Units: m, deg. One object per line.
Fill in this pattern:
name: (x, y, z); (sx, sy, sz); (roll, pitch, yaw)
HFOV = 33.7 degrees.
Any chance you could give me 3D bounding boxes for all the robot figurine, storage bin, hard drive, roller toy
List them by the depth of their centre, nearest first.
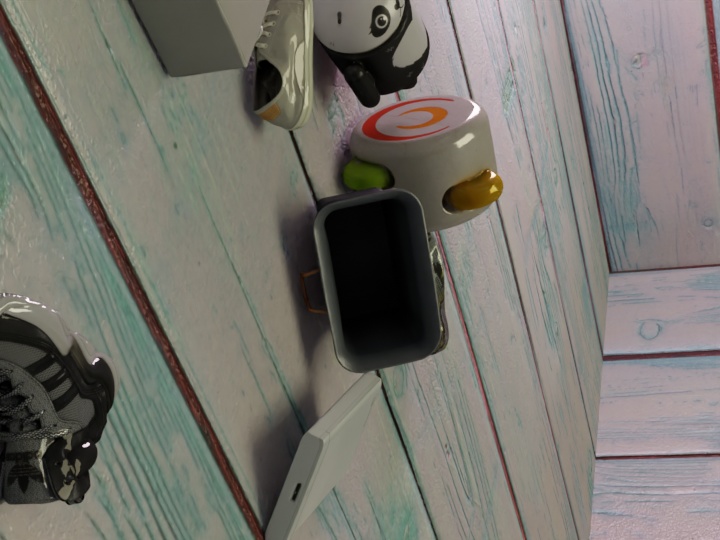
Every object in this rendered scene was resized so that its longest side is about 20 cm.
hard drive: (-0.036, 0.198, 1.276); (0.132, 0.027, 0.200); (-69, 169, 18)
storage bin: (0.000, 0.000, 1.377); (0.134, 0.145, 0.201); (-126, -156, -73)
robot figurine: (0.016, -0.295, 1.467); (0.151, 0.125, 0.200); (59, 6, 27)
roller toy: (0.087, -0.135, 1.545); (0.183, 0.199, 0.140); (-73, 153, -59)

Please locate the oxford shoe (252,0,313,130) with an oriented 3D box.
oxford shoe: (-0.089, -0.248, 1.257); (0.058, 0.075, 0.201); (4, 79, -34)

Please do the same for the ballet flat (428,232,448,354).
ballet flat: (0.085, 0.028, 1.694); (0.072, 0.072, 0.201); (-37, 120, -68)

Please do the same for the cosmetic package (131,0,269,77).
cosmetic package: (-0.156, -0.279, 1.033); (0.201, 0.090, 0.107); (71, 23, -43)

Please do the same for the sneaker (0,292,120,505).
sneaker: (-0.220, 0.091, 0.771); (0.200, 0.075, 0.114); (53, 34, -62)
